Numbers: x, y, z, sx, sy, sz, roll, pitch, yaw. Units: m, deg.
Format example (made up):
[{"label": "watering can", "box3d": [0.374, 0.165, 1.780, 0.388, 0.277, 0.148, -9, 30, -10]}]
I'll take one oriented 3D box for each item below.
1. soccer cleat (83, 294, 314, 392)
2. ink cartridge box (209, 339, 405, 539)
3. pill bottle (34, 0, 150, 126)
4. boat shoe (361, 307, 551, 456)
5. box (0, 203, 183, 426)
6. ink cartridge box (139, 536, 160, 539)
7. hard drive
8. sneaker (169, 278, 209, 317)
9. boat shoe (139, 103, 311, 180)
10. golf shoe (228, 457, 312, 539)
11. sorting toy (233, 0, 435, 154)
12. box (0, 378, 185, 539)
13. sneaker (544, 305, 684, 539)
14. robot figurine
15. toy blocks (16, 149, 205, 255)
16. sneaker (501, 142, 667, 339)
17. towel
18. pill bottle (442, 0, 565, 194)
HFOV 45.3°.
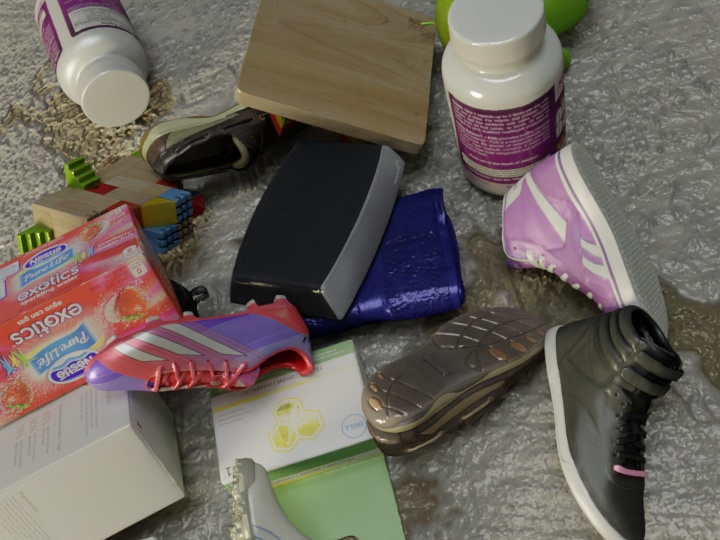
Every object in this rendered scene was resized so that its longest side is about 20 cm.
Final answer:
[{"label": "soccer cleat", "box3d": [-0.133, 0.077, 0.745, 0.199, 0.067, 0.077, -13, 64, -31]}, {"label": "ink cartridge box", "box3d": [-0.049, 0.175, 0.762, 0.145, 0.048, 0.201, -18, 54, 3]}, {"label": "pill bottle", "box3d": [-0.330, -0.273, 1.077, 0.112, 0.112, 0.200, -28, 56, -3]}, {"label": "boat shoe", "box3d": [0.084, 0.096, 0.761, 0.199, 0.074, 0.074, -23, 44, -25]}, {"label": "box", "box3d": [-0.272, 0.040, 0.775, 0.199, 0.095, 0.103, -28, 38, -7]}, {"label": "ink cartridge box", "box3d": [-0.249, 0.336, 0.717, 0.199, 0.044, 0.174, -17, 55, 4]}, {"label": "hard drive", "box3d": [-0.044, -0.050, 0.853, 0.134, 0.042, 0.201, 8, 56, 23]}, {"label": "sneaker", "box3d": [-0.247, 0.059, 0.874, 0.199, 0.076, 0.114, -3, 53, 13]}, {"label": "boat shoe", "box3d": [-0.137, -0.139, 0.947, 0.199, 0.073, 0.065, -20, 55, -20]}, {"label": "golf shoe", "box3d": [-0.049, 0.244, 0.698, 0.097, 0.078, 0.201, -13, 75, -16]}, {"label": "sorting toy", "box3d": [-0.027, -0.216, 0.948, 0.199, 0.070, 0.199, 15, 55, -10]}, {"label": "box", "box3d": [-0.271, 0.177, 0.765, 0.199, 0.098, 0.124, -27, 32, -2]}, {"label": "sneaker", "box3d": [0.213, 0.115, 0.688, 0.099, 0.071, 0.201, -37, 46, 39]}, {"label": "robot figurine", "box3d": [0.169, -0.297, 0.954, 0.200, 0.116, 0.176, -33, 68, -6]}, {"label": "toy blocks", "box3d": [-0.239, -0.062, 0.914, 0.136, 0.100, 0.200, 15, 32, 23]}, {"label": "sneaker", "box3d": [0.201, -0.005, 0.804, 0.114, 0.073, 0.201, -34, 67, 32]}, {"label": "towel", "box3d": [0.000, 0.000, 0.860, 0.199, 0.050, 0.148, -12, 50, 9]}, {"label": "pill bottle", "box3d": [0.138, -0.172, 0.824, 0.112, 0.200, 0.113, -7, 57, 11]}]
